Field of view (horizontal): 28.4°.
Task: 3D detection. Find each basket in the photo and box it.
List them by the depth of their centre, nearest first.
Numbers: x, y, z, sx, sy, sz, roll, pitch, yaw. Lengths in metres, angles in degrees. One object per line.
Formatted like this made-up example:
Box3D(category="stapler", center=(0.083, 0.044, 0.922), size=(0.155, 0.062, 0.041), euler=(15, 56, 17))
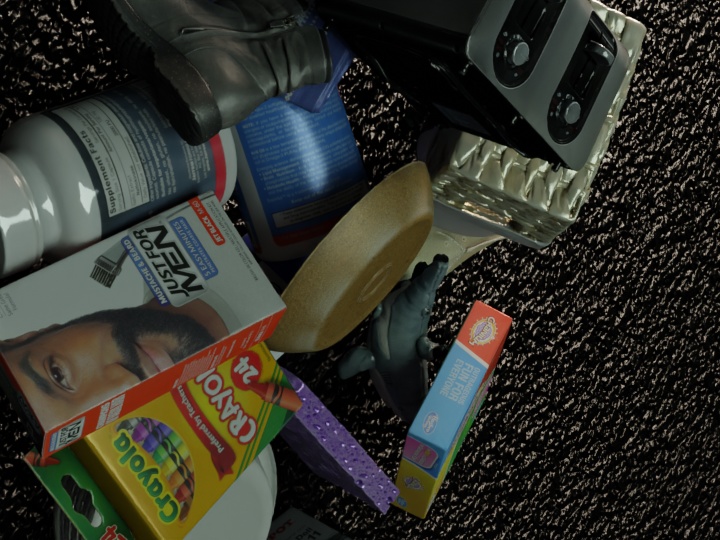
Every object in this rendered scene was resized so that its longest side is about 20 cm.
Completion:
Box3D(category="basket", center=(0.147, -0.136, 1.215), size=(0.135, 0.123, 0.201), euler=(22, 83, -6))

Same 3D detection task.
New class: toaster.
Box3D(category="toaster", center=(0.080, -0.177, 1.055), size=(0.181, 0.199, 0.119), euler=(38, 81, -46))

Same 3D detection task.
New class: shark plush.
Box3D(category="shark plush", center=(0.059, 0.057, 1.359), size=(0.090, 0.083, 0.201), euler=(-14, 141, -45))

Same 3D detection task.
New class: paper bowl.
Box3D(category="paper bowl", center=(-0.157, 0.209, 1.233), size=(0.200, 0.104, 0.202), euler=(-19, 119, -39))

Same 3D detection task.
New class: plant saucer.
Box3D(category="plant saucer", center=(0.000, 0.000, 1.160), size=(0.200, 0.035, 0.200), euler=(-46, 168, -13))

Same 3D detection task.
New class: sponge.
Box3D(category="sponge", center=(-0.049, 0.144, 1.307), size=(0.030, 0.111, 0.200), euler=(-51, 133, -15))

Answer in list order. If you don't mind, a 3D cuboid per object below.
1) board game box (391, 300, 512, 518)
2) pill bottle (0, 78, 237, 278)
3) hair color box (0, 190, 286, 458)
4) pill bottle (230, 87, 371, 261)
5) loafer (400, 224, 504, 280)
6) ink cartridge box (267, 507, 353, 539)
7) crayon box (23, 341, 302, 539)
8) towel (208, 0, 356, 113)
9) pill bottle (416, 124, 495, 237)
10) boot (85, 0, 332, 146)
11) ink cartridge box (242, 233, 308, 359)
Box3D(category="board game box", center=(0.087, 0.141, 1.396), size=(0.154, 0.040, 0.200), euler=(-60, 170, -26))
Box3D(category="pill bottle", center=(-0.204, -0.070, 1.073), size=(0.199, 0.119, 0.120), euler=(-26, 121, -35))
Box3D(category="hair color box", center=(-0.167, 0.036, 1.029), size=(0.199, 0.111, 0.064), euler=(-28, 166, -25))
Box3D(category="pill bottle", center=(-0.065, -0.119, 1.174), size=(0.112, 0.112, 0.201), euler=(-27, 105, -34))
Box3D(category="loafer", center=(0.083, -0.034, 1.402), size=(0.199, 0.076, 0.069), euler=(-10, 114, -31))
Box3D(category="ink cartridge box", center=(-0.044, 0.320, 1.315), size=(0.146, 0.199, 0.084), euler=(-36, 124, -30))
Box3D(category="crayon box", center=(-0.146, 0.122, 1.093), size=(0.200, 0.051, 0.127), euler=(-47, 122, -29))
Box3D(category="towel", center=(-0.082, -0.229, 1.111), size=(0.145, 0.199, 0.024), euler=(-60, 179, -6))
Box3D(category="pill bottle", center=(0.116, -0.138, 1.336), size=(0.112, 0.112, 0.201), euler=(36, 66, -45))
Box3D(category="boot", center=(-0.118, -0.191, 1.067), size=(0.131, 0.201, 0.070), euler=(-30, 163, -21))
Box3D(category="ink cartridge box", center=(-0.082, 0.019, 1.238), size=(0.200, 0.094, 0.044), euler=(-43, 168, -26))
